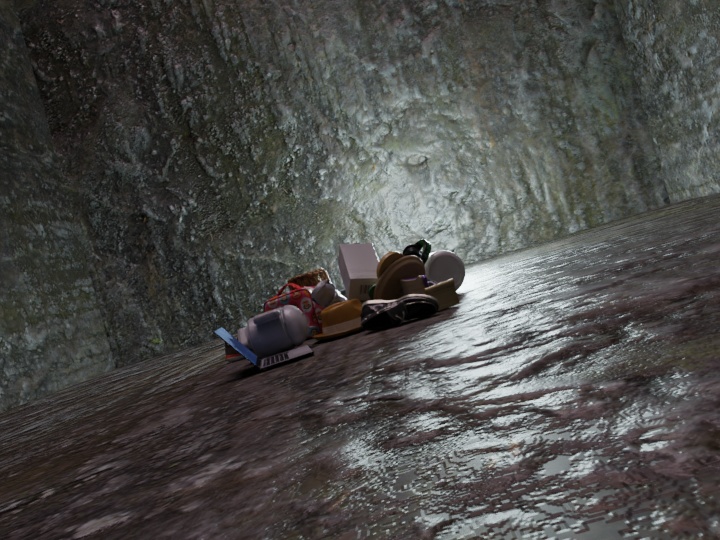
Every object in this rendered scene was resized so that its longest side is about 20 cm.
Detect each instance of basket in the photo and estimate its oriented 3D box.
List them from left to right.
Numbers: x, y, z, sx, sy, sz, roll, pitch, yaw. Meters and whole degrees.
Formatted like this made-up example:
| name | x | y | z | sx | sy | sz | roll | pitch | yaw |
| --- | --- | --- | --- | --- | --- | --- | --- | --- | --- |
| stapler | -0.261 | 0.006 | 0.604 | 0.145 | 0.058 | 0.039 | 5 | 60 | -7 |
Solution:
| name | x | y | z | sx | sy | sz | roll | pitch | yaw |
| --- | --- | --- | --- | --- | --- | --- | --- | --- | --- |
| basket | -0.134 | 0.095 | 1.779 | 0.141 | 0.203 | 0.148 | -18 | -2 | 31 |

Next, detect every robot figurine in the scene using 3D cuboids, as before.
| name | x | y | z | sx | sy | sz | roll | pitch | yaw |
| --- | --- | --- | --- | --- | --- | --- | --- | --- | --- |
| robot figurine | -0.223 | 0.163 | 1.385 | 0.197 | 0.114 | 0.170 | -21 | -37 | 0 |

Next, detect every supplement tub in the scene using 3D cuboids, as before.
| name | x | y | z | sx | sy | sz | roll | pitch | yaw |
| --- | --- | --- | --- | --- | --- | --- | --- | --- | --- |
| supplement tub | 0.256 | 0.010 | 1.737 | 0.138 | 0.142 | 0.200 | -16 | 0 | -7 |

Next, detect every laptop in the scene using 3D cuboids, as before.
| name | x | y | z | sx | sy | sz | roll | pitch | yaw |
| --- | --- | --- | --- | --- | --- | --- | --- | --- | --- |
| laptop | -0.225 | 0.164 | 1.233 | 0.197 | 0.118 | 0.187 | -16 | 0 | -10 |

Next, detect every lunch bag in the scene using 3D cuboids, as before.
| name | x | y | z | sx | sy | sz | roll | pitch | yaw |
| --- | --- | --- | --- | --- | --- | --- | --- | --- | --- |
| lunch bag | -0.205 | 0.128 | 1.611 | 0.198 | 0.179 | 0.082 | -16 | 0 | 28 |

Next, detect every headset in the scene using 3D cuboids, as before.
| name | x | y | z | sx | sy | sz | roll | pitch | yaw |
| --- | --- | --- | --- | --- | --- | --- | --- | --- | --- |
| headset | 0.151 | -0.030 | 1.696 | 0.200 | 0.093 | 0.125 | -45 | 22 | 49 |

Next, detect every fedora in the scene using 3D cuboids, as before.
| name | x | y | z | sx | sy | sz | roll | pitch | yaw |
| --- | --- | --- | --- | --- | --- | --- | --- | --- | --- |
| fedora | -0.045 | 0.128 | 1.426 | 0.198 | 0.083 | 0.201 | -16 | 0 | 0 |

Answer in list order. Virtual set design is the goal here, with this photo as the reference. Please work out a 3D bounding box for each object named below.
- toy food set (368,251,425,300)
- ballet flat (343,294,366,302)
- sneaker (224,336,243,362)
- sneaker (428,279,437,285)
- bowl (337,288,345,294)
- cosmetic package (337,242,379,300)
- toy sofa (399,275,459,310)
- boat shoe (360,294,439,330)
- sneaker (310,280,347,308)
| name | x | y | z | sx | sy | sz | roll | pitch | yaw |
| --- | --- | --- | --- | --- | --- | --- | --- | --- | --- |
| toy food set | 0.106 | 0.043 | 1.496 | 0.198 | 0.200 | 0.049 | 4 | 25 | -44 |
| ballet flat | 0.023 | 0.073 | 1.626 | 0.197 | 0.066 | 0.070 | 1 | 1 | 31 |
| sneaker | -0.328 | 0.215 | 1.574 | 0.197 | 0.083 | 0.077 | -17 | 0 | 10 |
| sneaker | 0.151 | 0.048 | 1.613 | 0.198 | 0.076 | 0.084 | 5 | -17 | 42 |
| bowl | -0.113 | 0.140 | 1.971 | 0.198 | 0.107 | 0.201 | -16 | -2 | -1 |
| cosmetic package | 0.000 | 0.000 | 1.578 | 0.111 | 0.082 | 0.201 | 0 | 33 | -11 |
| toy sofa | 0.177 | 0.054 | 1.375 | 0.082 | 0.099 | 0.200 | -16 | -1 | -13 |
| boat shoe | 0.093 | 0.106 | 1.248 | 0.197 | 0.072 | 0.068 | -10 | 38 | 20 |
| sneaker | -0.062 | 0.100 | 1.535 | 0.076 | 0.114 | 0.200 | -54 | -29 | -5 |
